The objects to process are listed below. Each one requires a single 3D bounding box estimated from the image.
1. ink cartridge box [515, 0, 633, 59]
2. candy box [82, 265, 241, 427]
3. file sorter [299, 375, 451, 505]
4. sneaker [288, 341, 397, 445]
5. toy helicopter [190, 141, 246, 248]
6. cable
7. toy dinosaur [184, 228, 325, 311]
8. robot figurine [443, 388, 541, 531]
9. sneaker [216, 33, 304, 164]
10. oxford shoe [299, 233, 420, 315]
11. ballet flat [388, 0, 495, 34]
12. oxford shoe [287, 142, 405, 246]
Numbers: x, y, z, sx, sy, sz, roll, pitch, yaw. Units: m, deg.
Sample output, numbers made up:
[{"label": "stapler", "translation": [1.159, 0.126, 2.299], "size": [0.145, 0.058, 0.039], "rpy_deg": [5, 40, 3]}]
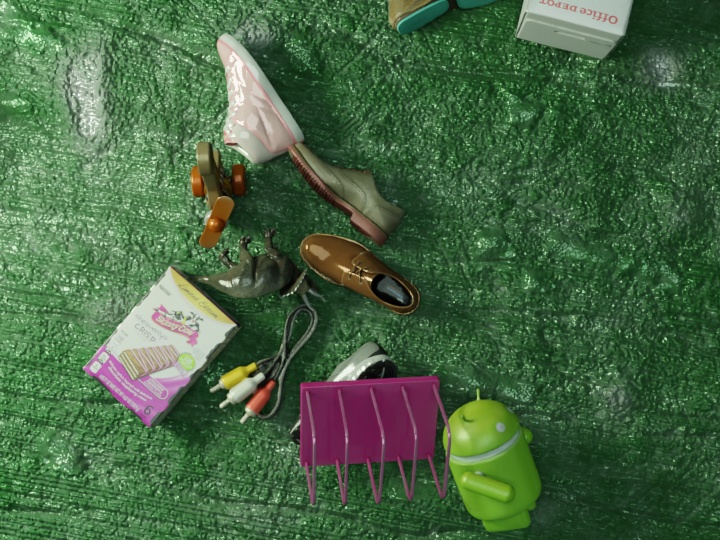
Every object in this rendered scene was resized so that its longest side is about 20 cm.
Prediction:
[{"label": "ink cartridge box", "translation": [0.323, -0.433, 1.681], "size": [0.146, 0.146, 0.201], "rpy_deg": [15, 87, 2]}, {"label": "candy box", "translation": [-0.291, 0.113, 1.711], "size": [0.136, 0.061, 0.200], "rpy_deg": [40, 88, 3]}, {"label": "file sorter", "translation": [0.020, 0.245, 1.625], "size": [0.199, 0.126, 0.140], "rpy_deg": [-2, 119, -8]}, {"label": "sneaker", "translation": [-0.028, 0.186, 1.703], "size": [0.200, 0.079, 0.074], "rpy_deg": [-44, 123, 12]}, {"label": "toy helicopter", "translation": [-0.212, -0.117, 1.651], "size": [0.078, 0.200, 0.133], "rpy_deg": [-2, 70, 1]}, {"label": "cable", "translation": [-0.123, 0.142, 1.710], "size": [0.097, 0.050, 0.200], "rpy_deg": [44, 89, 5]}, {"label": "toy dinosaur", "translation": [-0.153, 0.003, 1.686], "size": [0.199, 0.077, 0.103], "rpy_deg": [-4, 56, -19]}, {"label": "robot figurine", "translation": [0.187, 0.273, 1.649], "size": [0.115, 0.176, 0.201], "rpy_deg": [-12, 109, 26]}, {"label": "sneaker", "translation": [-0.179, -0.248, 1.719], "size": [0.104, 0.075, 0.201], "rpy_deg": [-34, 91, -6]}, {"label": "oxford shoe", "translation": [0.000, 0.000, 1.706], "size": [0.199, 0.071, 0.072], "rpy_deg": [27, 90, 4]}, {"label": "ballet flat", "translation": [0.131, -0.421, 1.734], "size": [0.199, 0.068, 0.073], "rpy_deg": [-22, 68, 4]}, {"label": "oxford shoe", "translation": [-0.021, -0.127, 1.717], "size": [0.200, 0.070, 0.075], "rpy_deg": [43, 85, -7]}]
